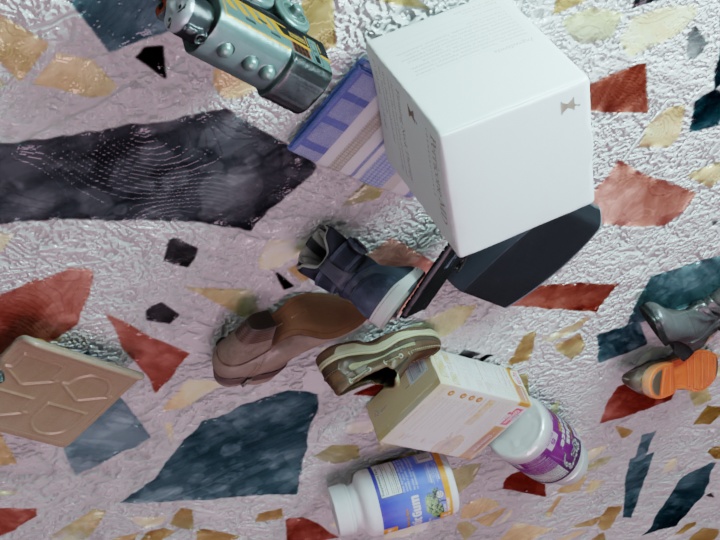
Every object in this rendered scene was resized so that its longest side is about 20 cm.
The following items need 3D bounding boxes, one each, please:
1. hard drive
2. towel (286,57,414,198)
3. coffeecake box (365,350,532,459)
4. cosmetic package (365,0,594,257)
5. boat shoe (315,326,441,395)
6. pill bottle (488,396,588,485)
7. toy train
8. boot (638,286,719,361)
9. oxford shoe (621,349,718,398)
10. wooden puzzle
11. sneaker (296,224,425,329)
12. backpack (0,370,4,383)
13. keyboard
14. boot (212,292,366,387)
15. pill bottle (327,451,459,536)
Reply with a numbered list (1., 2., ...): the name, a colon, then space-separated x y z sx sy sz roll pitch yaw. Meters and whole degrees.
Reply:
1. hard drive: 0.224 -0.028 1.600 0.135 0.042 0.200 20 126 -43
2. towel: 0.032 -0.161 1.375 0.200 0.024 0.147 18 128 -38
3. coffeecake box: 0.137 0.207 1.815 0.200 0.073 0.154 17 128 -38
4. cosmetic package: 0.126 -0.158 1.252 0.166 0.200 0.168 -22 133 -9
5. boat shoe: 0.034 0.135 1.657 0.202 0.075 0.075 -11 153 -31
6. pill bottle: 0.298 0.287 1.951 0.112 0.112 0.200 -34 140 17
7. toy train: -0.113 -0.232 1.154 0.200 0.114 0.085 24 124 -42
8. boot: 0.516 0.062 1.830 0.132 0.070 0.200 -37 150 15
9. oxford shoe: 0.514 0.164 1.953 0.200 0.073 0.071 -4 97 -38
10. wooden puzzle: -0.410 0.151 1.534 0.200 0.046 0.185 -38 138 27
11. sneaker: 0.001 -0.001 1.514 0.077 0.146 0.202 -57 173 10
12. backpack: -0.529 0.113 1.346 0.190 0.154 0.200 1 140 8
13. keyboard: 0.123 -0.026 1.525 0.200 0.021 0.127 -56 163 24
14. boot: -0.103 0.100 1.599 0.200 0.070 0.146 -3 146 -25
15. pill bottle: 0.052 0.370 1.940 0.200 0.112 0.112 -15 141 -9
